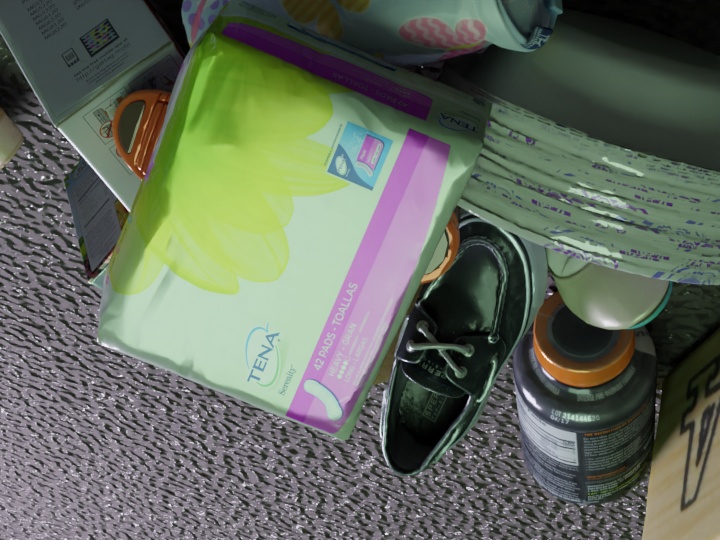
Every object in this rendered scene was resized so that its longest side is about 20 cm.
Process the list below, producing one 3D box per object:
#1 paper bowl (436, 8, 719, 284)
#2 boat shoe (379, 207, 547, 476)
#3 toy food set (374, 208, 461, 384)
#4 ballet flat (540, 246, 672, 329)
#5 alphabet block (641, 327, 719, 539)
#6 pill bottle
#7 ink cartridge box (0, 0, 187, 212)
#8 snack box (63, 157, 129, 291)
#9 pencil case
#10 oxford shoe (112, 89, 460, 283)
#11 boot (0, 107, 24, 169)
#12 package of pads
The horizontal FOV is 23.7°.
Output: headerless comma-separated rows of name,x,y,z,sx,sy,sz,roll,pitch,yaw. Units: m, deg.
paper bowl,0.137,-0.077,0.938,0.199,0.201,0.105,14,107,-4
boat shoe,0.054,0.046,1.032,0.071,0.068,0.201,31,132,11
toy food set,0.000,0.000,1.060,0.199,0.049,0.199,-16,136,-14
ballet flat,0.125,-0.025,1.036,0.069,0.070,0.200,24,-166,-19
alphabet block,0.328,0.145,1.214,0.194,0.197,0.200,19,151,-6
pill bottle,0.168,0.089,1.276,0.105,0.107,0.200,7,151,12
ink cartridge box,-0.135,-0.104,1.054,0.084,0.176,0.200,-36,141,0
snack box,-0.108,0.000,1.205,0.200,0.142,0.053,33,108,-31
pencil case,0.005,-0.142,0.898,0.199,0.084,0.091,-6,180,29
oxford shoe,-0.040,-0.053,0.948,0.199,0.073,0.072,23,118,-5
boot,-0.335,-0.111,1.204,0.166,0.073,0.200,38,146,-17
package of pads,-0.041,-0.023,0.881,0.154,0.068,0.201,22,119,-2
